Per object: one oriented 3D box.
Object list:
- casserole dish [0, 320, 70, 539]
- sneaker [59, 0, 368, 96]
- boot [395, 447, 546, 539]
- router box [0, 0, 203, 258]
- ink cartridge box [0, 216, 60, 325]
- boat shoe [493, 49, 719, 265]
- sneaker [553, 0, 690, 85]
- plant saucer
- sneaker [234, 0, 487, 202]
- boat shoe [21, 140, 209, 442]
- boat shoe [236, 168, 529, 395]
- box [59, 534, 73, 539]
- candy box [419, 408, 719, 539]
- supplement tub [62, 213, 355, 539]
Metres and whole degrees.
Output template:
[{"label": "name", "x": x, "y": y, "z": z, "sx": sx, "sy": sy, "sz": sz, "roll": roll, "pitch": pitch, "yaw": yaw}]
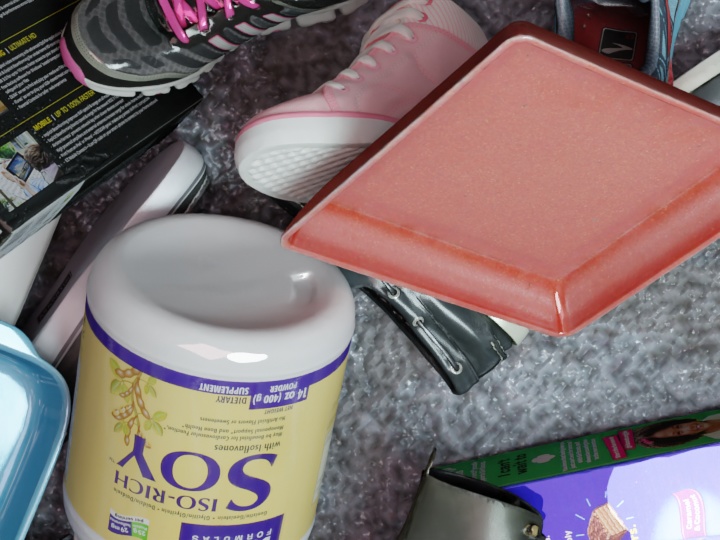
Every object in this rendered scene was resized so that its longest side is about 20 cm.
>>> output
[{"label": "casserole dish", "x": -0.240, "y": 0.116, "z": 0.980, "sx": 0.121, "sy": 0.039, "sz": 0.200, "roll": 23, "pitch": 91, "yaw": -24}, {"label": "sneaker", "x": -0.070, "y": -0.159, "z": 0.970, "sx": 0.200, "sy": 0.087, "sz": 0.074, "roll": -22, "pitch": 80, "yaw": -19}, {"label": "boot", "x": 0.097, "y": 0.196, "z": 0.965, "sx": 0.200, "sy": 0.077, "sz": 0.139, "roll": 22, "pitch": 96, "yaw": 3}, {"label": "router box", "x": -0.193, "y": -0.102, "z": 0.963, "sx": 0.149, "sy": 0.200, "sz": 0.051, "roll": 48, "pitch": 126, "yaw": -2}, {"label": "ink cartridge box", "x": -0.273, "y": 0.005, "z": 1.006, "sx": 0.146, "sy": 0.084, "sz": 0.200, "roll": 19, "pitch": 99, "yaw": -39}, {"label": "boat shoe", "x": 0.150, "y": -0.051, "z": 1.008, "sx": 0.200, "sy": 0.073, "sz": 0.062, "roll": -36, "pitch": 89, "yaw": 2}, {"label": "sneaker", "x": 0.143, "y": -0.154, "z": 0.955, "sx": 0.079, "sy": 0.096, "sz": 0.200, "roll": 0, "pitch": 65, "yaw": 9}, {"label": "plant saucer", "x": 0.092, "y": -0.046, "z": 0.906, "sx": 0.199, "sy": 0.037, "sz": 0.200, "roll": 18, "pitch": 141, "yaw": -31}, {"label": "sneaker", "x": 0.005, "y": -0.098, "z": 0.969, "sx": 0.075, "sy": 0.200, "sz": 0.105, "roll": -32, "pitch": 69, "yaw": 46}, {"label": "boat shoe", "x": -0.145, "y": 0.014, "z": 1.045, "sx": 0.057, "sy": 0.069, "sz": 0.200, "roll": 34, "pitch": 100, "yaw": -20}, {"label": "boat shoe", "x": 0.000, "y": 0.000, "z": 1.023, "sx": 0.199, "sy": 0.075, "sz": 0.066, "roll": 37, "pitch": 86, "yaw": -10}, {"label": "box", "x": -0.184, "y": 0.286, "z": 1.056, "sx": 0.148, "sy": 0.104, "sz": 0.200, "roll": -36, "pitch": 94, "yaw": 8}, {"label": "candy box", "x": 0.147, "y": 0.184, "z": 1.034, "sx": 0.200, "sy": 0.077, "sz": 0.169, "roll": -12, "pitch": 97, "yaw": 5}, {"label": "supplement tub", "x": -0.088, "y": 0.086, "z": 0.983, "sx": 0.145, "sy": 0.145, "sz": 0.200, "roll": 13, "pitch": 119, "yaw": 3}]
